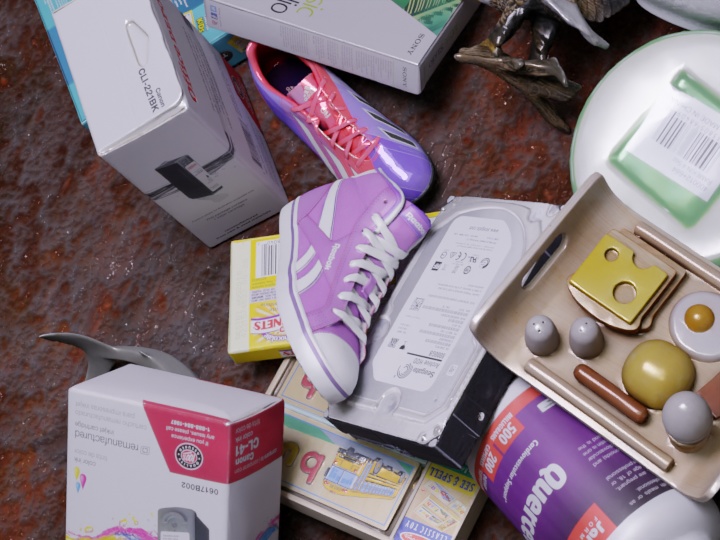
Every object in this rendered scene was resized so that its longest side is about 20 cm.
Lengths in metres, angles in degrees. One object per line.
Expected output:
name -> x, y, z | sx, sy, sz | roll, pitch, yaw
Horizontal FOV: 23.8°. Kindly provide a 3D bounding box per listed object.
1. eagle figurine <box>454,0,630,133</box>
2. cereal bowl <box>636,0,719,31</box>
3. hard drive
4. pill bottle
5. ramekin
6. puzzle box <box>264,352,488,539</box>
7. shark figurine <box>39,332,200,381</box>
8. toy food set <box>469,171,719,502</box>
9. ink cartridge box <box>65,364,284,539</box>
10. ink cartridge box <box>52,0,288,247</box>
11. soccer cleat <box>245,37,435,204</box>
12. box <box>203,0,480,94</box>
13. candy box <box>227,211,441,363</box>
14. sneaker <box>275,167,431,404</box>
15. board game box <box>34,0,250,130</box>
eagle figurine -> 0.138, -0.234, 1.319 | 0.149, 0.152, 0.202 | 16, 75, 13
cereal bowl -> 0.260, -0.227, 1.267 | 0.199, 0.199, 0.084 | 31, 117, 28
hard drive -> 0.067, 0.038, 1.233 | 0.139, 0.038, 0.201 | 9, 65, 55
pill bottle -> 0.167, 0.161, 1.168 | 0.112, 0.112, 0.200 | -44, 51, 1
ramekin -> 0.248, -0.075, 1.234 | 0.198, 0.098, 0.202 | -8, 73, 26
puzzle box -> 0.008, 0.134, 1.295 | 0.198, 0.025, 0.134 | 19, 69, 27
shark figurine -> -0.155, 0.104, 1.351 | 0.128, 0.090, 0.215 | -39, 63, 2
toy food set -> 0.191, 0.039, 1.123 | 0.199, 0.060, 0.144 | 36, 78, 23
ink cartridge box -> -0.139, 0.185, 1.266 | 0.146, 0.085, 0.202 | 9, 102, 25
ink cartridge box -> -0.150, -0.128, 1.370 | 0.083, 0.200, 0.145 | -27, 63, 9
soccer cleat -> -0.021, -0.122, 1.388 | 0.068, 0.073, 0.200 | -47, 61, -1
box -> -0.009, -0.228, 1.402 | 0.198, 0.037, 0.145 | 20, 53, 18
candy box -> -0.006, 0.012, 1.341 | 0.198, 0.026, 0.103 | -7, 62, 12
sneaker -> 0.000, -0.001, 1.260 | 0.113, 0.073, 0.202 | -23, 45, 17
board game box -> -0.175, -0.227, 1.505 | 0.199, 0.047, 0.152 | -29, 62, 9
